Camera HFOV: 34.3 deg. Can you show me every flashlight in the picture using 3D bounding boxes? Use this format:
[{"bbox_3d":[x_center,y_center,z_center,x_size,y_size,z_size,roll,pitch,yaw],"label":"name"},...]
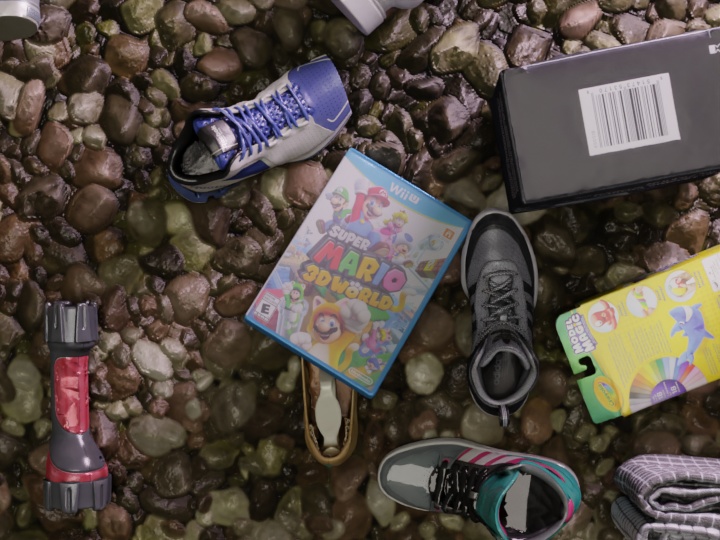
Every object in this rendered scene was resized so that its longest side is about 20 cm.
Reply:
[{"bbox_3d":[-0.279,0.132,1.143,0.067,0.068,0.203,0,92,5],"label":"flashlight"}]

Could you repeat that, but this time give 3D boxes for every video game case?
[{"bbox_3d":[0.000,0.000,1.114,0.142,0.018,0.201,31,73,3],"label":"video game case"}]

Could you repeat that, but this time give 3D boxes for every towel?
[{"bbox_3d":[0.336,0.216,1.059,0.197,0.166,0.087,4,86,3],"label":"towel"}]

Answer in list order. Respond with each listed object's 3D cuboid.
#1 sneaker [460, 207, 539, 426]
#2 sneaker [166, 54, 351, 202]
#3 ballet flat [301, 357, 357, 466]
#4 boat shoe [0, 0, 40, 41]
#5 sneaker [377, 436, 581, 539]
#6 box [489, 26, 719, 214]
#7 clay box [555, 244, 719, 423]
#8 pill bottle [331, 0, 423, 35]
[{"bbox_3d":[0.133,0.044,1.087,0.074,0.114,0.203,-2,95,3],"label":"sneaker"},{"bbox_3d":[-0.102,-0.127,1.101,0.198,0.115,0.081,-30,90,4],"label":"sneaker"},{"bbox_3d":[-0.027,0.090,1.128,0.068,0.063,0.203,-4,91,3],"label":"ballet flat"},{"bbox_3d":[-0.410,-0.265,1.148,0.198,0.070,0.072,-2,74,4],"label":"boat shoe"},{"bbox_3d":[0.112,0.210,1.093,0.197,0.121,0.085,4,92,4],"label":"sneaker"},{"bbox_3d":[0.223,-0.126,1.038,0.194,0.200,0.119,-10,90,4],"label":"box"},{"bbox_3d":[0.293,0.058,1.115,0.198,0.048,0.116,-22,90,5],"label":"clay box"},{"bbox_3d":[0.049,-0.320,1.088,0.200,0.112,0.112,-44,89,3],"label":"pill bottle"}]
